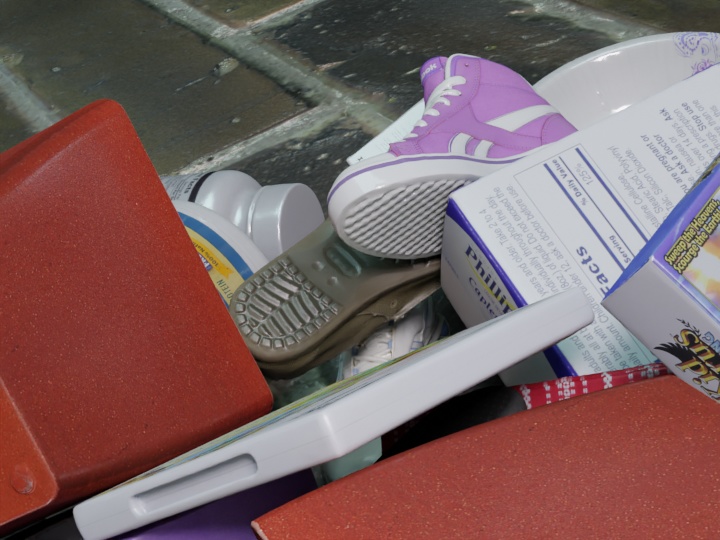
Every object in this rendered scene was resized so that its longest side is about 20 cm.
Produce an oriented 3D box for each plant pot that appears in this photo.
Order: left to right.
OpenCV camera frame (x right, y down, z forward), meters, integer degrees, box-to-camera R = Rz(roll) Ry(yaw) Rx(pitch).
[{"bbox_3d":[-0.198,0.049,0.746,0.200,0.200,0.176,-25,5,21],"label":"plant pot"},{"bbox_3d":[0.106,0.159,0.535,0.176,0.200,0.200,-33,31,-12],"label":"plant pot"}]

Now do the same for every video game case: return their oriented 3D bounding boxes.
[{"bbox_3d":[-0.010,0.068,0.677,0.182,0.023,0.200,-25,-2,42],"label":"video game case"},{"bbox_3d":[0.232,0.015,0.681,0.200,0.181,0.045,-44,-3,-41],"label":"video game case"}]

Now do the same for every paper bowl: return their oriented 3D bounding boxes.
[{"bbox_3d":[0.207,-0.078,1.018,0.200,0.104,0.201,-17,32,11],"label":"paper bowl"}]

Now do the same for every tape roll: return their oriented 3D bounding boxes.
[{"bbox_3d":[-0.114,0.156,0.758,0.200,0.066,0.200,-20,2,1],"label":"tape roll"}]

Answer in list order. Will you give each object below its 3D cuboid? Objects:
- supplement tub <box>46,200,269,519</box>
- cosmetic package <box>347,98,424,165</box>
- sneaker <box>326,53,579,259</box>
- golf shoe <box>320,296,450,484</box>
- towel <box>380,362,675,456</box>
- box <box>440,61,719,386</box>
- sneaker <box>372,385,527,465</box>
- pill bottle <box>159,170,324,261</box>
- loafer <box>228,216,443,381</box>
[{"bbox_3d":[-0.159,0.059,0.956,0.144,0.145,0.200,8,38,39],"label":"supplement tub"},{"bbox_3d":[0.083,-0.024,0.940,0.082,0.051,0.200,-37,61,-4],"label":"cosmetic package"},{"bbox_3d":[0.043,-0.074,0.845,0.200,0.073,0.114,-11,57,-41],"label":"sneaker"},{"bbox_3d":[0.007,0.060,0.911,0.078,0.097,0.200,-9,31,14],"label":"golf shoe"},{"bbox_3d":[0.105,0.125,0.700,0.200,0.145,0.022,-12,-13,28],"label":"towel"},{"bbox_3d":[0.175,0.011,0.805,0.200,0.105,0.184,-26,64,-15],"label":"box"},{"bbox_3d":[0.032,0.159,0.690,0.201,0.108,0.067,-47,21,-19],"label":"sneaker"},{"bbox_3d":[-0.132,-0.020,1.115,0.200,0.112,0.111,-3,32,25],"label":"pill bottle"},{"bbox_3d":[0.000,0.000,0.866,0.200,0.067,0.076,-29,71,-26],"label":"loafer"}]
